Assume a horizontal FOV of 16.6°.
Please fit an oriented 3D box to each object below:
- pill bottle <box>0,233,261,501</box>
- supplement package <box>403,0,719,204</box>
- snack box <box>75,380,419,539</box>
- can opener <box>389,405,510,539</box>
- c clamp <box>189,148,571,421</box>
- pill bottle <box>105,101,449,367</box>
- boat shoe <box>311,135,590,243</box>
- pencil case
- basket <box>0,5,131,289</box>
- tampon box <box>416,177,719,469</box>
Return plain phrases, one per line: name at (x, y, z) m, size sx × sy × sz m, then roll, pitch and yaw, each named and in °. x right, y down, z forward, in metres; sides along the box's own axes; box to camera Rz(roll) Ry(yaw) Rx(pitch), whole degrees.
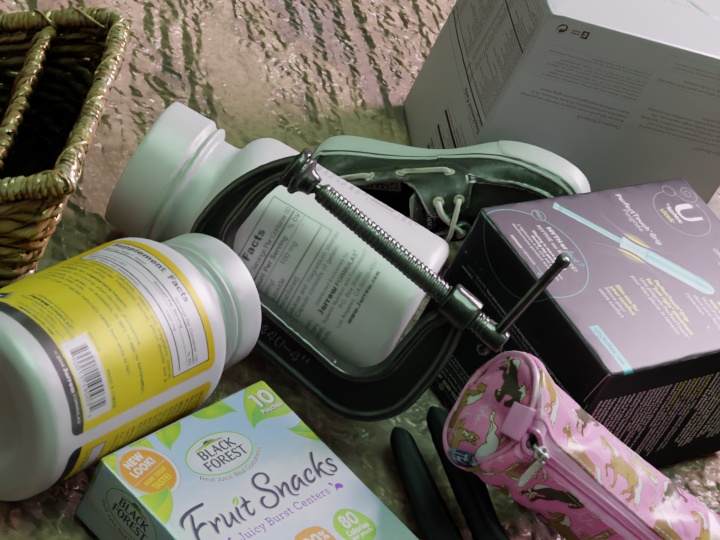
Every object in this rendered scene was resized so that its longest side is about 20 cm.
pill bottle at (-0.151, 0.047, 1.418) m, size 0.112 × 0.113 × 0.200 m, roll 43°, pitch 38°, yaw 18°
supplement package at (0.161, -0.128, 1.752) m, size 0.191 × 0.200 × 0.147 m, roll 13°, pitch 39°, yaw -21°
snack box at (-0.043, 0.166, 1.398) m, size 0.200 × 0.053 × 0.142 m, roll 44°, pitch 38°, yaw 19°
can opener at (0.066, 0.164, 1.480) m, size 0.063 × 0.079 × 0.200 m, roll -29°, pitch 53°, yaw -5°
c clamp at (0.000, 0.000, 1.477) m, size 0.200 × 0.171 × 0.027 m, roll 35°, pitch 24°, yaw 1°
pill bottle at (-0.055, -0.018, 1.554) m, size 0.200 × 0.115 × 0.114 m, roll 31°, pitch 37°, yaw 2°
boat shoe at (0.054, -0.044, 1.658) m, size 0.199 × 0.071 × 0.064 m, roll 4°, pitch 37°, yaw 18°
pencil case at (0.139, 0.132, 1.480) m, size 0.200 × 0.083 × 0.087 m, roll 40°, pitch 45°, yaw -28°
basket at (-0.237, -0.080, 1.480) m, size 0.142 × 0.149 × 0.200 m, roll 23°, pitch 38°, yaw -8°
tampon box at (0.162, 0.043, 1.614) m, size 0.199 × 0.126 × 0.150 m, roll -10°, pitch 51°, yaw -41°
